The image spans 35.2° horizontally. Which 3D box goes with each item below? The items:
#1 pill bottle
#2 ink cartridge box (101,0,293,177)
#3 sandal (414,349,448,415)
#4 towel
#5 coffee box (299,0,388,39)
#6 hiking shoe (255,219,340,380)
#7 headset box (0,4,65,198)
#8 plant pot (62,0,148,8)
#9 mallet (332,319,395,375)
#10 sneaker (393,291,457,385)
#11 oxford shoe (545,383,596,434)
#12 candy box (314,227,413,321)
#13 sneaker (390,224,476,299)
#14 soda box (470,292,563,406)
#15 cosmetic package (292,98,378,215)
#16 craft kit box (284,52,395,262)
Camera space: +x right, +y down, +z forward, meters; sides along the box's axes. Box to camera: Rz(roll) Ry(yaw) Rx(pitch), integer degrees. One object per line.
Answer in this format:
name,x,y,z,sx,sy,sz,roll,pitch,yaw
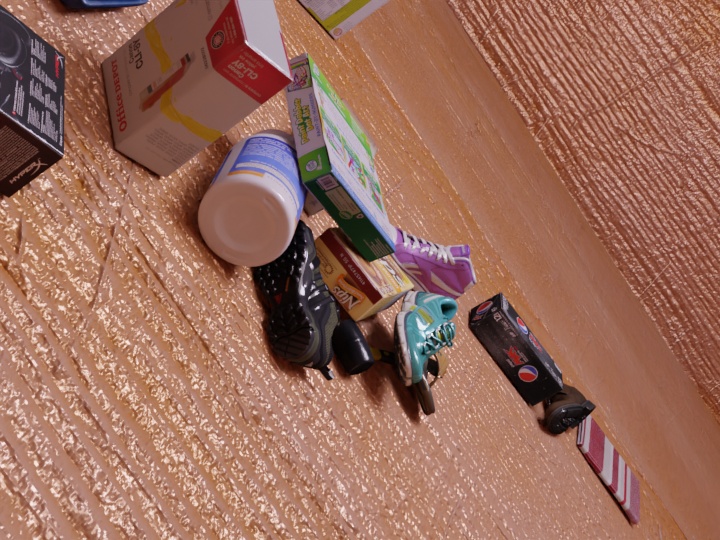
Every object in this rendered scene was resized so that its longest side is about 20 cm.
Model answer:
pill bottle,-0.119,-0.096,1.351,0.112,0.112,0.200,52,22,-18
ink cartridge box,-0.184,-0.220,1.251,0.083,0.200,0.146,31,34,-46
sandal,0.096,0.123,1.600,0.200,0.054,0.082,-86,161,-63
towel,0.483,0.382,2.212,0.200,0.023,0.144,53,23,-10
coffee box,-0.039,-0.606,2.137,0.198,0.200,0.200,40,27,-39
hiking shoe,-0.070,0.035,1.358,0.101,0.075,0.201,48,30,-49
headset box,-0.353,-0.181,0.977,0.200,0.075,0.149,39,27,-42
plant pot,-0.284,-0.415,1.321,0.201,0.179,0.200,57,19,-4
mallet,0.014,0.102,1.501,0.066,0.041,0.200,61,15,13
sneaker,0.087,0.082,1.516,0.200,0.079,0.078,-68,158,-60
oxford shoe,0.365,0.248,2.076,0.084,0.073,0.200,48,14,17
candy box,0.000,0.000,1.525,0.116,0.055,0.200,52,13,6
sneaker,0.108,-0.031,1.788,0.200,0.114,0.073,43,27,-33
soda box,0.275,0.139,1.994,0.200,0.071,0.063,51,22,-18
cosmetic package,-0.048,-0.170,1.658,0.104,0.087,0.200,55,21,-14
craft kit box,-0.028,-0.141,1.438,0.200,0.048,0.198,50,25,-52
